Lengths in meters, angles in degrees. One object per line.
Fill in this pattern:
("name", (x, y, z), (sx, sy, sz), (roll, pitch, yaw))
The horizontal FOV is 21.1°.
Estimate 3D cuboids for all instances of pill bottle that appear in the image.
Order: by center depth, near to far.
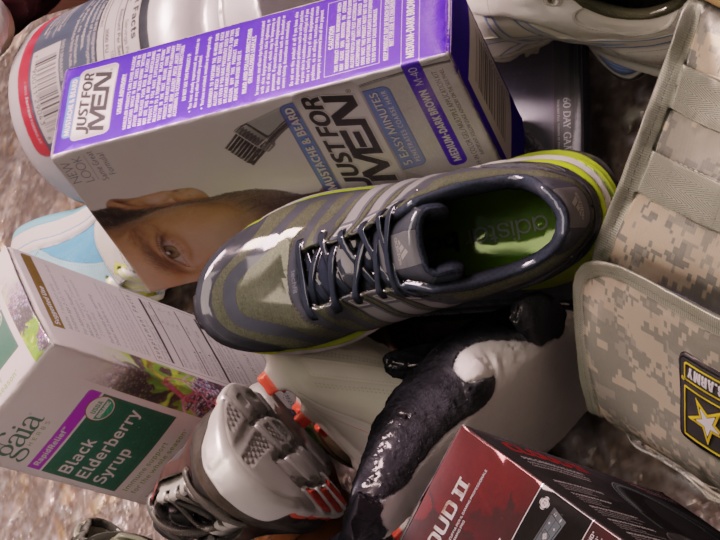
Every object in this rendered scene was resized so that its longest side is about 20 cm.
("pill bottle", (-0.098, -0.117, 1.117), (0.199, 0.119, 0.120), (-16, 64, 39))

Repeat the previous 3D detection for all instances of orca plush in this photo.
("orca plush", (0.036, 0.066, 0.872), (0.071, 0.106, 0.200), (21, 50, 35))

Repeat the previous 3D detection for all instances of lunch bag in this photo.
("lunch bag", (0.183, 0.009, 0.796), (0.164, 0.117, 0.201), (30, 104, 42))

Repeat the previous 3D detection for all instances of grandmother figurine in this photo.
("grandmother figurine", (-0.203, -0.174, 1.206), (0.121, 0.061, 0.200), (-41, 5, 34))

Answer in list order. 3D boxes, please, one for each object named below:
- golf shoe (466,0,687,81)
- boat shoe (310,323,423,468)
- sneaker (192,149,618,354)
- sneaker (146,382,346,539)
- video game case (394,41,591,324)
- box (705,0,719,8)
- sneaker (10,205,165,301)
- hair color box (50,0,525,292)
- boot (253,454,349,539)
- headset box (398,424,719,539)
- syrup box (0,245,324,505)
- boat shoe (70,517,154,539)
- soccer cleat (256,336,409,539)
("golf shoe", (0.082, -0.140, 0.907), (0.199, 0.097, 0.079), (7, 74, 13))
("boat shoe", (0.000, 0.000, 1.016), (0.067, 0.072, 0.201), (-24, 66, 27))
("sneaker", (0.015, -0.011, 0.854), (0.199, 0.081, 0.074), (-18, 86, 13))
("sneaker", (-0.059, 0.105, 0.901), (0.082, 0.200, 0.077), (-40, 86, 0))
("video game case", (0.018, -0.044, 0.971), (0.199, 0.019, 0.144), (-5, 75, 21))
("box", (0.178, -0.163, 0.848), (0.200, 0.163, 0.021), (38, 141, 45))
("sneaker", (-0.142, 0.025, 1.139), (0.199, 0.079, 0.131), (-18, 61, 49))
("hair color box", (-0.033, -0.063, 0.918), (0.199, 0.110, 0.065), (-12, 49, 19))
("boot", (-0.057, 0.202, 0.994), (0.200, 0.074, 0.155), (-38, 51, 15))
("headset box", (0.118, 0.143, 0.783), (0.200, 0.148, 0.078), (35, 99, 46))
("syrup box", (-0.118, 0.066, 1.008), (0.079, 0.199, 0.082), (-50, 46, 17))
("boat shoe", (-0.134, 0.170, 1.043), (0.064, 0.070, 0.200), (-61, 18, -7))
("soccer cleat", (0.013, 0.063, 0.931), (0.078, 0.069, 0.200), (-41, 87, 2))
